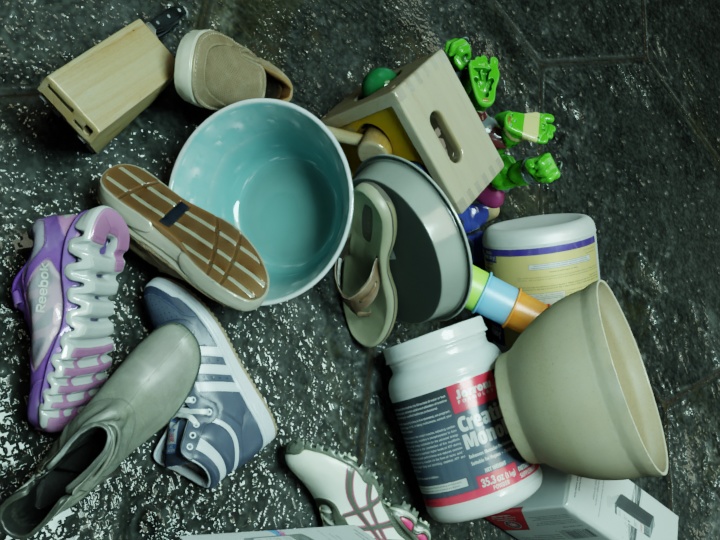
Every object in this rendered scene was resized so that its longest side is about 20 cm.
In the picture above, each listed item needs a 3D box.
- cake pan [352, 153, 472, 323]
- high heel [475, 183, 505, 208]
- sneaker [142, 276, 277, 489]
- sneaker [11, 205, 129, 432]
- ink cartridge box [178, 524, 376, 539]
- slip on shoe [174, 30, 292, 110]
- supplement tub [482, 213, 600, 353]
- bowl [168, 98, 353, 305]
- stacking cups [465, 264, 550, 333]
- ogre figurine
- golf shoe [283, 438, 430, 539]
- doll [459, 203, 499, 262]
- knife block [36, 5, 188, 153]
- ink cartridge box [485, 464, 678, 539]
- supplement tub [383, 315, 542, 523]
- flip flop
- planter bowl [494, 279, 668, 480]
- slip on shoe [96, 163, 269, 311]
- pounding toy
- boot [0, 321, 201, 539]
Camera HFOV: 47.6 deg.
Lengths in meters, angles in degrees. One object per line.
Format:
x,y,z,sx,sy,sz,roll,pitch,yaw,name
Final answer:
0.041,-0.027,0.909,0.036,0.199,0.203,-28,91,-31,cake pan
0.109,-0.158,1.075,0.095,0.068,0.201,-11,57,-47,high heel
-0.169,0.112,0.781,0.108,0.070,0.202,-40,102,-41,sneaker
-0.271,0.039,0.732,0.080,0.087,0.205,29,69,-76,sneaker
-0.074,0.321,0.740,0.197,0.085,0.151,7,94,-36,ink cartridge box
-0.129,-0.200,0.856,0.200,0.059,0.078,-1,101,-77,slip on shoe
0.236,0.038,1.044,0.144,0.144,0.204,-15,101,-39,supplement tub
-0.089,-0.064,0.848,0.105,0.197,0.205,15,57,-75,bowl
0.158,0.036,0.962,0.197,0.061,0.061,28,56,1,stacking cups
0.157,-0.177,1.003,0.199,0.120,0.099,37,68,0,ogre figurine
-0.011,0.254,0.850,0.200,0.077,0.089,43,60,-16,golf shoe
0.114,-0.044,1.065,0.198,0.048,0.138,-22,85,-43,doll
-0.219,-0.198,0.793,0.064,0.200,0.176,45,82,-13,knife block
0.268,0.300,0.996,0.199,0.143,0.085,37,55,-21,ink cartridge box
0.113,0.168,0.929,0.139,0.140,0.204,-14,83,-39,supplement tub
0.000,0.000,0.895,0.081,0.203,0.057,32,46,32,flip flop
0.223,0.128,0.857,0.200,0.133,0.203,45,34,-42,planter bowl
-0.173,-0.022,0.786,0.198,0.061,0.076,34,43,6,slip on shoe
0.025,-0.152,0.963,0.142,0.183,0.202,-45,112,-33,pounding toy
-0.202,0.129,0.669,0.068,0.131,0.201,41,78,-6,boot
